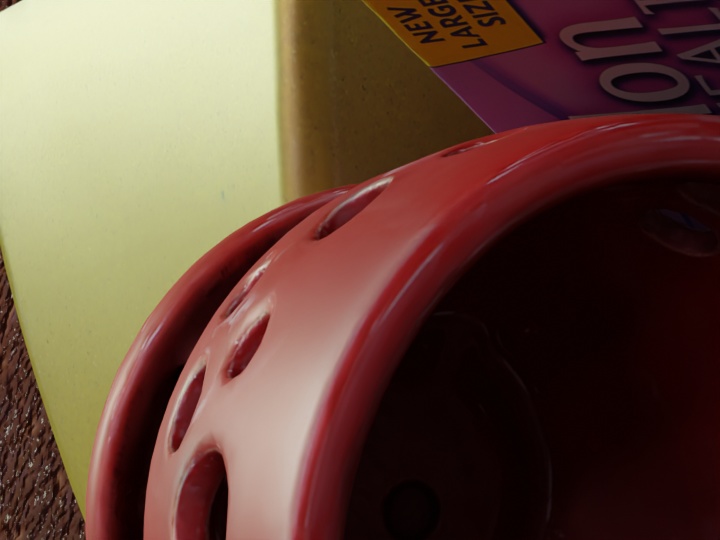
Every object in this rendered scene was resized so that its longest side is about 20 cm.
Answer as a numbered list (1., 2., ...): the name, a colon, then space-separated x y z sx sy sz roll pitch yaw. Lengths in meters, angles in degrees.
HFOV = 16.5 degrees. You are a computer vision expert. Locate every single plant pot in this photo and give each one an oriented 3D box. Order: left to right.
1. plant pot: 0.000 0.000 0.812 0.199 0.199 0.178 -15 70 51
2. plant pot: 0.038 0.062 0.621 0.182 0.199 0.202 7 77 65

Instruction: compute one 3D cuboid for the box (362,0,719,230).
1. box: 0.123 -0.092 0.622 0.199 0.176 0.097 -9 64 26
